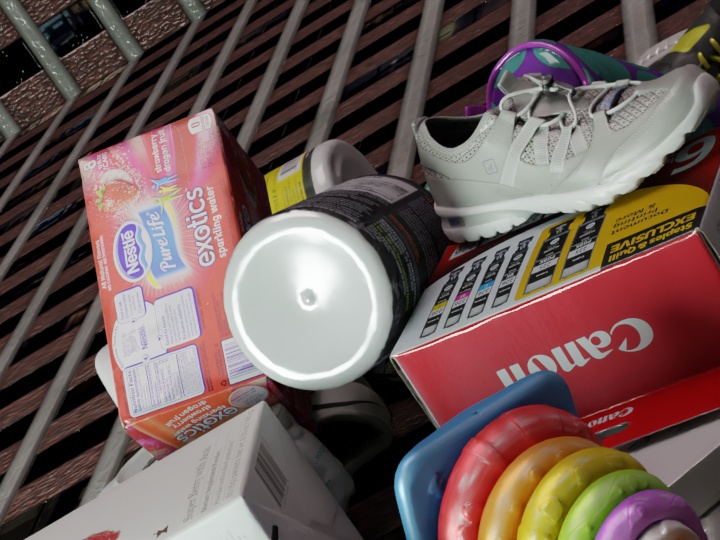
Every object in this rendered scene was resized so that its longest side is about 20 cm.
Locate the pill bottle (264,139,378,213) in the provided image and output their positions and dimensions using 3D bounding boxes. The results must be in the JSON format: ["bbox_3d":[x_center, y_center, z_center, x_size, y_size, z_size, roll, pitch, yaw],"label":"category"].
[{"bbox_3d":[-0.076,-0.015,1.726,0.199,0.112,0.111,-27,18,24],"label":"pill bottle"}]

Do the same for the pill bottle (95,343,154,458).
[{"bbox_3d":[-0.070,0.044,1.437,0.199,0.113,0.112,-36,16,-1],"label":"pill bottle"}]

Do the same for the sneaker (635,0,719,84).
[{"bbox_3d":[0.255,-0.147,1.503,0.200,0.074,0.085,-49,12,47],"label":"sneaker"}]

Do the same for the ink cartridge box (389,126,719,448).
[{"bbox_3d":[0.126,0.024,1.171,0.199,0.084,0.176,-24,19,29],"label":"ink cartridge box"}]

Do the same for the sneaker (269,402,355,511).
[{"bbox_3d":[-0.080,0.172,1.287,0.200,0.080,0.071,-49,9,28],"label":"sneaker"}]

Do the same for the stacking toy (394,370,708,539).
[{"bbox_3d":[0.119,0.129,0.987,0.116,0.110,0.199,-30,24,-29],"label":"stacking toy"}]

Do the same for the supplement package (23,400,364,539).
[{"bbox_3d":[-0.109,0.189,1.198,0.199,0.120,0.121,-31,17,14],"label":"supplement package"}]

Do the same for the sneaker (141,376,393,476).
[{"bbox_3d":[-0.068,0.133,1.355,0.199,0.074,0.088,-33,19,-7],"label":"sneaker"}]

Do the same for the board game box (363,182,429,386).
[{"bbox_3d":[0.061,-0.011,1.468,0.104,0.023,0.201,-4,55,54],"label":"board game box"}]

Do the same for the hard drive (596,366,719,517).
[{"bbox_3d":[0.168,0.071,1.155,0.132,0.026,0.200,-38,16,-11],"label":"hard drive"}]

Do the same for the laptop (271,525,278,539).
[{"bbox_3d":[-0.099,0.249,1.037,0.199,0.104,0.177,-31,16,11],"label":"laptop"}]

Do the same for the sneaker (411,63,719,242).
[{"bbox_3d":[0.108,-0.078,1.200,0.199,0.082,0.075,-21,18,37],"label":"sneaker"}]

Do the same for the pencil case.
[{"bbox_3d":[0.159,-0.091,1.345,0.092,0.086,0.199,-4,-6,37],"label":"pencil case"}]

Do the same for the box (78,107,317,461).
[{"bbox_3d":[-0.103,0.014,1.341,0.099,0.096,0.201,-19,60,10],"label":"box"}]

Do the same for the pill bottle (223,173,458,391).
[{"bbox_3d":[0.000,0.000,1.290,0.106,0.107,0.200,-28,0,21],"label":"pill bottle"}]

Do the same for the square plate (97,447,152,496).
[{"bbox_3d":[-0.093,0.116,1.537,0.200,0.029,0.198,-43,17,-24],"label":"square plate"}]
